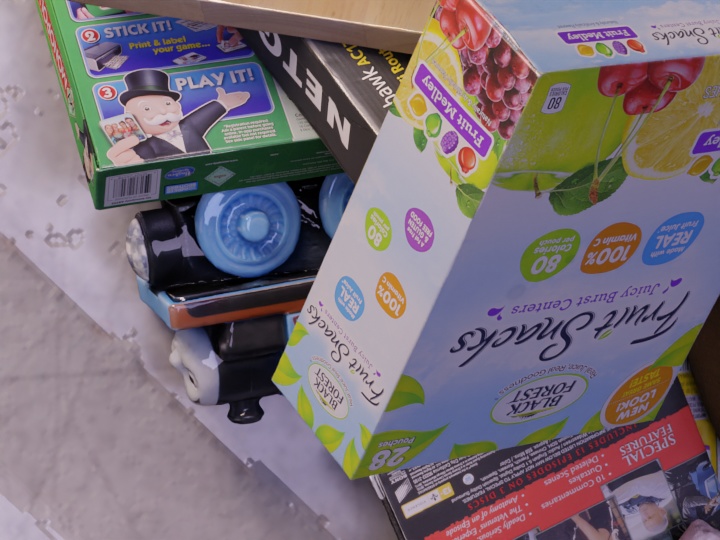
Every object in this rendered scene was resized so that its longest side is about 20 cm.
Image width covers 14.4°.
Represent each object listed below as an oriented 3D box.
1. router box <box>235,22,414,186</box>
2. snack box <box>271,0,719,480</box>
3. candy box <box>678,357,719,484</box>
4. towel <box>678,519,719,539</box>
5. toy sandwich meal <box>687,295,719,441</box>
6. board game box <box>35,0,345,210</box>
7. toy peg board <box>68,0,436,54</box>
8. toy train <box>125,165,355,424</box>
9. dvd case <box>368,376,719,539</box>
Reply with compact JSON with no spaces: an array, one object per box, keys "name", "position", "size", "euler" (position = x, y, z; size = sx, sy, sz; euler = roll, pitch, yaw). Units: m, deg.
[{"name":"router box","position":[0.023,-0.126,1.179],"size":[0.149,0.051,0.200],"euler":[-26,61,-22]},{"name":"snack box","position":[0.077,-0.021,1.107],"size":[0.168,0.068,0.200],"euler":[-9,137,-38]},{"name":"candy box","position":[0.180,0.055,1.315],"size":[0.200,0.026,0.102],"euler":[-3,97,-16]},{"name":"towel","position":[0.179,0.232,1.299],"size":[0.191,0.032,0.200],"euler":[24,98,-22]},{"name":"toy sandwich meal","position":[0.202,0.050,1.216],"size":[0.070,0.205,0.205],"euler":[-26,100,-11]},{"name":"board game box","position":[-0.029,-0.100,1.203],"size":[0.200,0.029,0.135],"euler":[-9,55,-15]},{"name":"toy peg board","position":[-0.010,-0.200,1.122],"size":[0.199,0.098,0.200],"euler":[10,65,13]},{"name":"toy train","position":[0.000,0.000,1.231],"size":[0.200,0.087,0.114],"euler":[-10,102,-15]},{"name":"dvd case","position":[0.103,0.141,1.282],"size":[0.146,0.022,0.200],"euler":[-26,108,-9]}]
